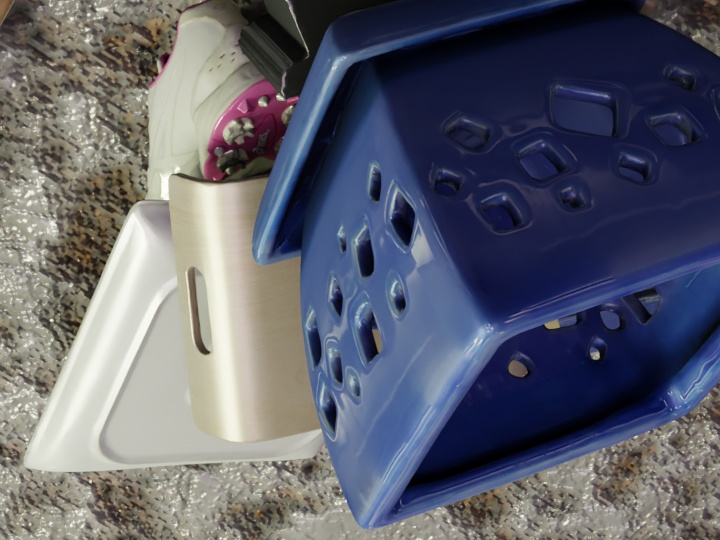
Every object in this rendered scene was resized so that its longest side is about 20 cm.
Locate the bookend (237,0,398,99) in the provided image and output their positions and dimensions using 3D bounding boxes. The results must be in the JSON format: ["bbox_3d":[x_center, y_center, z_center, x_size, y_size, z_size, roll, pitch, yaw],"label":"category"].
[{"bbox_3d":[0.007,-0.216,0.923,0.200,0.092,0.199,-27,115,-6],"label":"bookend"}]

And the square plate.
[{"bbox_3d":[-0.067,0.045,1.115,0.198,0.028,0.200,1,132,-34],"label":"square plate"}]

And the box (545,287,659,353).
[{"bbox_3d":[0.190,-0.015,1.076,0.199,0.121,0.032,-14,121,9],"label":"box"}]

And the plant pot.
[{"bbox_3d":[0.069,-0.023,0.914,0.200,0.180,0.200,-17,154,-25],"label":"plant pot"}]

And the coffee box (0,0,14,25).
[{"bbox_3d":[-0.237,-0.150,1.018,0.114,0.080,0.200,27,119,-16],"label":"coffee box"}]

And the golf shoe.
[{"bbox_3d":[-0.084,-0.064,1.086,0.075,0.092,0.200,-14,152,-33],"label":"golf shoe"}]

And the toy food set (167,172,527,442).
[{"bbox_3d":[0.000,0.000,1.059,0.199,0.060,0.144,-12,112,-21],"label":"toy food set"}]

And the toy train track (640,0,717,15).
[{"bbox_3d":[0.124,-0.138,1.051,0.115,0.033,0.200,28,120,-16],"label":"toy train track"}]
